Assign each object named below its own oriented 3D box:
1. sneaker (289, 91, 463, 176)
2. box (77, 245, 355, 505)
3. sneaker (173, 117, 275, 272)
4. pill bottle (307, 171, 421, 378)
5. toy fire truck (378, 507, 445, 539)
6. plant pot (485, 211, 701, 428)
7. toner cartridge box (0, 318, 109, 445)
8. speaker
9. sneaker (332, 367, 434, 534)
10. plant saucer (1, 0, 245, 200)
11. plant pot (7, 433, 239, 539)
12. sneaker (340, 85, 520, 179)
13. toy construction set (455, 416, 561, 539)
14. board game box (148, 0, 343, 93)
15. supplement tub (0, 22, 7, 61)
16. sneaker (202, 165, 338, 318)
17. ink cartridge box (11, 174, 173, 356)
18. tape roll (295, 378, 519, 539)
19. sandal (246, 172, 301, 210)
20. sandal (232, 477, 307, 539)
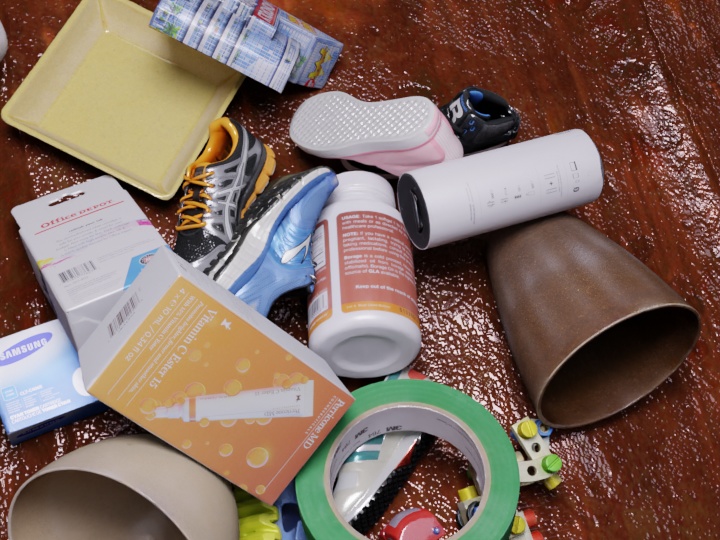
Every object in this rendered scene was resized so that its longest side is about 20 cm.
[{"bbox_3d":[0.020,-0.135,1.082,0.200,0.105,0.075,8,71,40],"label":"sneaker"},{"bbox_3d":[-0.126,0.092,0.889,0.200,0.097,0.124,38,91,-25],"label":"box"},{"bbox_3d":[-0.156,-0.072,1.051,0.078,0.077,0.200,-6,51,31],"label":"sneaker"},{"bbox_3d":[0.000,0.000,1.042,0.112,0.112,0.200,4,54,-10],"label":"pill bottle"},{"bbox_3d":[0.098,0.304,0.931,0.049,0.141,0.200,-29,77,-21],"label":"toy fire truck"},{"bbox_3d":[0.216,0.028,1.060,0.187,0.187,0.200,-17,52,-18],"label":"plant pot"},{"bbox_3d":[-0.261,0.088,0.999,0.200,0.043,0.095,-21,71,-19],"label":"toner cartridge box"},{"bbox_3d":[0.140,-0.083,1.027,0.200,0.081,0.081,-16,72,-17],"label":"speaker"},{"bbox_3d":[0.005,0.177,1.014,0.093,0.070,0.200,30,66,21],"label":"sneaker"},{"bbox_3d":[-0.251,-0.187,1.111,0.200,0.048,0.200,26,66,0],"label":"plant saucer"},{"bbox_3d":[-0.187,0.223,0.898,0.200,0.200,0.134,35,31,4],"label":"plant pot"},{"bbox_3d":[0.080,-0.163,1.135,0.200,0.112,0.073,-8,69,-15],"label":"sneaker"},{"bbox_3d":[0.170,0.250,1.003,0.131,0.092,0.200,-15,61,-18],"label":"toy construction set"},{"bbox_3d":[-0.117,-0.261,1.115,0.200,0.200,0.062,24,108,-12],"label":"board game box"},{"bbox_3d":[-0.477,-0.215,1.023,0.144,0.144,0.200,38,66,5],"label":"supplement tub"},{"bbox_3d":[-0.078,-0.019,0.994,0.089,0.079,0.200,44,63,-20],"label":"sneaker"},{"bbox_3d":[-0.257,-0.009,0.998,0.115,0.068,0.200,-23,41,-20],"label":"ink cartridge box"},{"bbox_3d":[0.042,0.195,0.920,0.200,0.048,0.201,-1,51,1],"label":"tape roll"},{"bbox_3d":[-0.100,-0.014,1.062,0.082,0.055,0.200,-3,59,32],"label":"sandal"},{"bbox_3d":[-0.075,0.226,0.974,0.087,0.079,0.200,34,52,-36],"label":"sandal"}]
